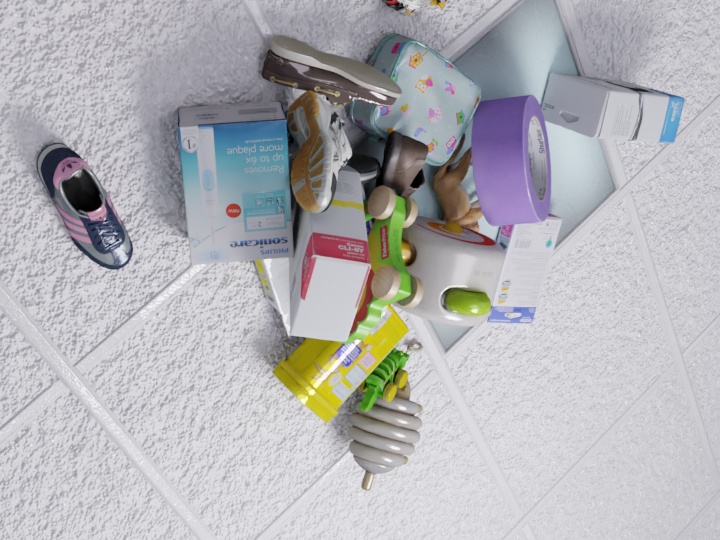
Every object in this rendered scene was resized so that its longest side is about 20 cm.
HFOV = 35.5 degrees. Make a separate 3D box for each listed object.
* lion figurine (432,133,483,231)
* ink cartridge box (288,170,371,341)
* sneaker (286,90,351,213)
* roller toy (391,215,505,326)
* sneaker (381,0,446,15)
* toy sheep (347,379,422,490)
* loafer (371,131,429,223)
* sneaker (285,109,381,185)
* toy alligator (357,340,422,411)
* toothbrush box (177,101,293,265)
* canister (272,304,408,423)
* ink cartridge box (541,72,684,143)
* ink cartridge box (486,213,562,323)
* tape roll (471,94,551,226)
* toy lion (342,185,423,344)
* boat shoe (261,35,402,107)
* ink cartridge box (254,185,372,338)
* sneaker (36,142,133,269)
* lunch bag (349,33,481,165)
[{"bbox_3d":[0.156,-0.116,1.839,0.122,0.072,0.201,-32,116,-17],"label":"lion figurine"},{"bbox_3d":[-0.047,-0.026,1.542,0.082,0.201,0.146,7,131,-12],"label":"ink cartridge box"},{"bbox_3d":[-0.043,-0.153,1.514,0.075,0.202,0.087,-31,136,31],"label":"sneaker"},{"bbox_3d":[0.124,-0.008,1.743,0.182,0.198,0.141,-25,132,-72],"label":"roller toy"},{"bbox_3d":[0.058,-0.404,1.614,0.198,0.078,0.083,-13,119,-33],"label":"sneaker"},{"bbox_3d":[0.040,0.269,1.882,0.137,0.137,0.202,19,81,-41],"label":"toy sheep"},{"bbox_3d":[0.061,-0.127,1.693,0.070,0.074,0.201,9,151,-4],"label":"loafer"},{"bbox_3d":[-0.061,-0.181,1.613,0.198,0.075,0.117,-6,108,-21],"label":"sneaker"},{"bbox_3d":[0.051,0.156,1.852,0.200,0.059,0.055,-46,149,-45],"label":"toy alligator"},{"bbox_3d":[-0.169,-0.118,1.530,0.145,0.086,0.202,-4,117,-7],"label":"toothbrush box"},{"bbox_3d":[-0.027,0.127,1.761,0.200,0.086,0.149,-46,150,-5],"label":"canister"},{"bbox_3d":[0.428,-0.276,1.916,0.198,0.145,0.085,-2,111,-37],"label":"ink cartridge box"},{"bbox_3d":[0.282,-0.005,2.000,0.118,0.042,0.202,2,106,-39],"label":"ink cartridge box"},{"bbox_3d":[0.243,-0.174,1.791,0.200,0.084,0.203,-3,90,-68],"label":"tape roll"},{"bbox_3d":[0.000,0.000,1.653,0.068,0.191,0.202,18,60,-41],"label":"toy lion"},{"bbox_3d":[-0.040,-0.266,1.578,0.198,0.072,0.060,16,118,-18],"label":"boat shoe"},{"bbox_3d":[-0.067,-0.031,1.715,0.197,0.047,0.202,-32,129,-24],"label":"ink cartridge box"},{"bbox_3d":[-0.346,-0.068,1.451,0.070,0.082,0.201,-41,130,-16],"label":"sneaker"},{"bbox_3d":[0.079,-0.253,1.701,0.199,0.077,0.162,24,96,-42],"label":"lunch bag"}]
